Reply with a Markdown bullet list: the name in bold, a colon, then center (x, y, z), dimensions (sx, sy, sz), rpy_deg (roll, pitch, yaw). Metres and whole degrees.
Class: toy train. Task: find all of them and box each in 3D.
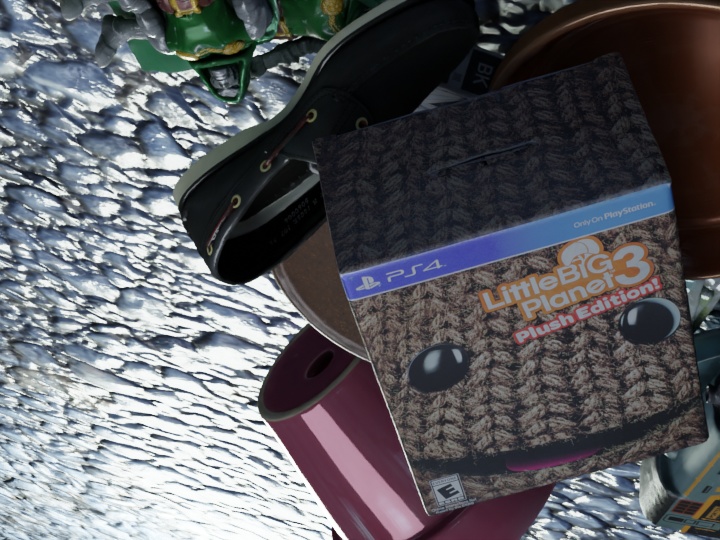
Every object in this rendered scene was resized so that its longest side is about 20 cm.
- **toy train**: center (0.259, 0.120, 1.146), dimensions (0.114, 0.085, 0.200), rpy_deg (9, 151, -5)

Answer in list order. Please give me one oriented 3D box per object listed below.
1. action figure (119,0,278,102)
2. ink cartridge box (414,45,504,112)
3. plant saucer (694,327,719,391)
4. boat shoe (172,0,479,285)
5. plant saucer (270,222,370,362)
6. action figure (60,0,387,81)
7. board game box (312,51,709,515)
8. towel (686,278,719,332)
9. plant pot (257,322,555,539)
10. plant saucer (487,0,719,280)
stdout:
- **action figure**: center (-0.092, -0.156, 0.841), dimensions (0.118, 0.055, 0.200), rpy_deg (-6, 141, 17)
- **ink cartridge box**: center (0.097, -0.075, 0.992), dimensions (0.200, 0.039, 0.099), rpy_deg (18, 157, -3)
- **plant saucer**: center (0.208, 0.084, 1.177), dimensions (0.200, 0.027, 0.200), rpy_deg (-18, 159, -7)
- **boat shoe**: center (-0.011, -0.069, 0.907), dimensions (0.201, 0.063, 0.074), rpy_deg (-40, 147, 19)
- **plant saucer**: center (0.019, -0.003, 1.045), dimensions (0.200, 0.035, 0.201), rpy_deg (18, 139, 17)
- **action figure**: center (-0.063, -0.142, 0.945), dimensions (0.200, 0.055, 0.118), rpy_deg (1, 150, 26)
- **board game box**: center (0.081, 0.013, 0.888), dimensions (0.159, 0.097, 0.200), rpy_deg (-16, 136, 4)
- **towel**: center (0.129, 0.006, 1.144), dimensions (0.200, 0.048, 0.171), rpy_deg (16, 157, 4)
- **plant pot**: center (0.027, 0.121, 1.323), dimensions (0.179, 0.200, 0.200), rpy_deg (46, 148, -21)
- **plant saucer**: center (0.163, -0.071, 0.902), dimensions (0.200, 0.032, 0.201), rpy_deg (7, 140, 6)
